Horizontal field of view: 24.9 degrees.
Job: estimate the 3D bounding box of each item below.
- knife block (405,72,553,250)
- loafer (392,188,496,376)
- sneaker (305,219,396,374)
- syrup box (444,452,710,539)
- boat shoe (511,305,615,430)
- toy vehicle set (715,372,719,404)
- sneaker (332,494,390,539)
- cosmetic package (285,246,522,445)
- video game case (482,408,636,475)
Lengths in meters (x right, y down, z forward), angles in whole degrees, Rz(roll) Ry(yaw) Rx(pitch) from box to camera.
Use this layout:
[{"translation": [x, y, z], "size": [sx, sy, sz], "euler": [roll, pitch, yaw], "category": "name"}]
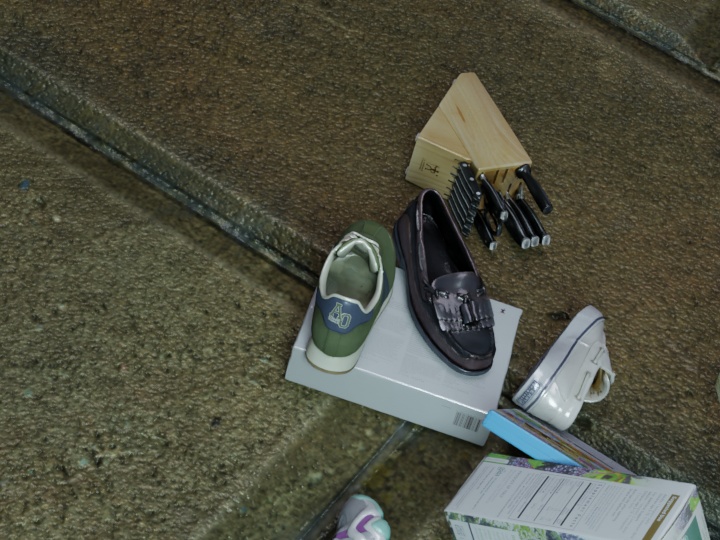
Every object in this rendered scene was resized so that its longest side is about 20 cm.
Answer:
[{"translation": [0.147, -0.112, 1.767], "size": [0.175, 0.064, 0.200], "euler": [25, 44, 8], "category": "knife block"}, {"translation": [0.081, 0.007, 1.550], "size": [0.071, 0.063, 0.201], "euler": [-2, 48, -24], "category": "loafer"}, {"translation": [0.000, 0.000, 1.516], "size": [0.067, 0.090, 0.201], "euler": [17, 42, 2], "category": "sneaker"}, {"translation": [0.175, 0.212, 1.309], "size": [0.199, 0.079, 0.081], "euler": [3, 35, 38], "category": "syrup box"}, {"translation": [0.207, 0.096, 1.555], "size": [0.070, 0.071, 0.200], "euler": [39, 26, 6], "category": "boat shoe"}, {"translation": [0.420, 0.136, 1.417], "size": [0.199, 0.027, 0.125], "euler": [-7, 59, -4], "category": "toy vehicle set"}, {"translation": [-0.048, 0.260, 1.320], "size": [0.139, 0.078, 0.201], "euler": [9, 44, -9], "category": "sneaker"}, {"translation": [0.044, 0.070, 1.560], "size": [0.199, 0.052, 0.151], "euler": [19, 45, 2], "category": "cosmetic package"}, {"translation": [0.188, 0.165, 1.441], "size": [0.143, 0.018, 0.200], "euler": [32, 4, 15], "category": "video game case"}]
